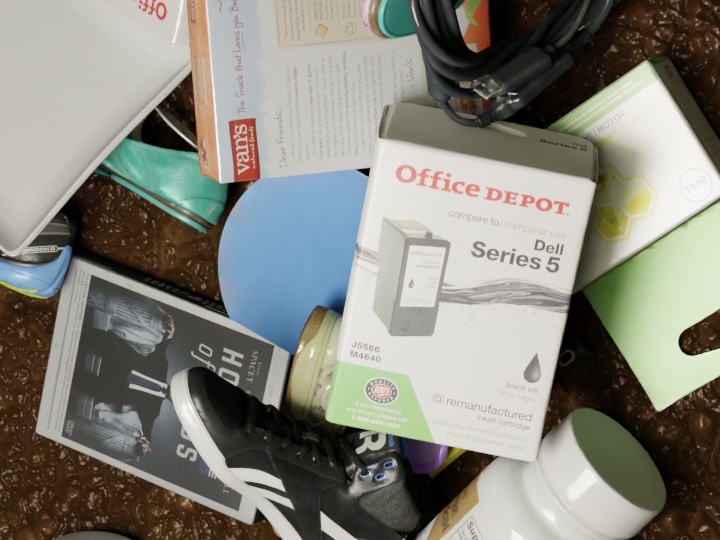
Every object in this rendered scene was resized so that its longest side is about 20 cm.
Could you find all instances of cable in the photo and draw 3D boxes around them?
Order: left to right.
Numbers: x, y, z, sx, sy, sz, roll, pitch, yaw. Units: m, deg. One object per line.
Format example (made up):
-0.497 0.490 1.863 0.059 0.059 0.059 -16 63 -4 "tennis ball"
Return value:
0.107 -0.197 1.449 0.051 0.200 0.164 33 157 47 "cable"

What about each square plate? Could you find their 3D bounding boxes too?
-0.245 -0.136 1.662 0.200 0.028 0.198 40 84 23 "square plate"

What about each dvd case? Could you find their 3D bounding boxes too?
-0.146 0.087 1.717 0.199 0.025 0.152 20 109 22 "dvd case"

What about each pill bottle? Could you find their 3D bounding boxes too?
0.111 0.190 1.565 0.114 0.114 0.200 48 116 9 "pill bottle"

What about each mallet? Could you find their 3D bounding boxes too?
0.078 0.103 1.610 0.066 0.041 0.200 47 111 12 "mallet"

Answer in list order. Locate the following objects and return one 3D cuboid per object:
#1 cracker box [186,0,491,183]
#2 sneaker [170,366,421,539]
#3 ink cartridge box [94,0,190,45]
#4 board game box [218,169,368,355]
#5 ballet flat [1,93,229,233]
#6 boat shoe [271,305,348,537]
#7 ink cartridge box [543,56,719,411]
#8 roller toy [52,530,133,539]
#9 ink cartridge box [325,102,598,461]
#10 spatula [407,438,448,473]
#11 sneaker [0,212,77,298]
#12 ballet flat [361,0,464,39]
-0.012 -0.137 1.522 0.198 0.058 0.135 -7 101 -18 "cracker box"
-0.032 0.118 1.555 0.111 0.073 0.200 -30 118 17 "sneaker"
-0.115 -0.265 1.567 0.146 0.084 0.202 31 115 48 "ink cartridge box"
0.000 0.000 1.616 0.199 0.039 0.159 29 121 0 "board game box"
-0.177 -0.095 1.680 0.199 0.067 0.071 24 86 19 "ballet flat"
-0.024 0.118 1.623 0.062 0.074 0.201 15 130 6 "boat shoe"
0.194 -0.020 1.520 0.145 0.048 0.201 -34 83 27 "ink cartridge box"
-0.221 0.303 1.734 0.182 0.140 0.200 42 116 12 "roller toy"
0.066 0.007 1.491 0.144 0.084 0.202 11 111 2 "ink cartridge box"
0.043 0.046 1.580 0.056 0.021 0.202 14 114 20 "spatula"
-0.296 -0.047 1.745 0.199 0.071 0.083 25 83 25 "sneaker"
0.060 -0.213 1.478 0.071 0.199 0.069 38 148 31 "ballet flat"
